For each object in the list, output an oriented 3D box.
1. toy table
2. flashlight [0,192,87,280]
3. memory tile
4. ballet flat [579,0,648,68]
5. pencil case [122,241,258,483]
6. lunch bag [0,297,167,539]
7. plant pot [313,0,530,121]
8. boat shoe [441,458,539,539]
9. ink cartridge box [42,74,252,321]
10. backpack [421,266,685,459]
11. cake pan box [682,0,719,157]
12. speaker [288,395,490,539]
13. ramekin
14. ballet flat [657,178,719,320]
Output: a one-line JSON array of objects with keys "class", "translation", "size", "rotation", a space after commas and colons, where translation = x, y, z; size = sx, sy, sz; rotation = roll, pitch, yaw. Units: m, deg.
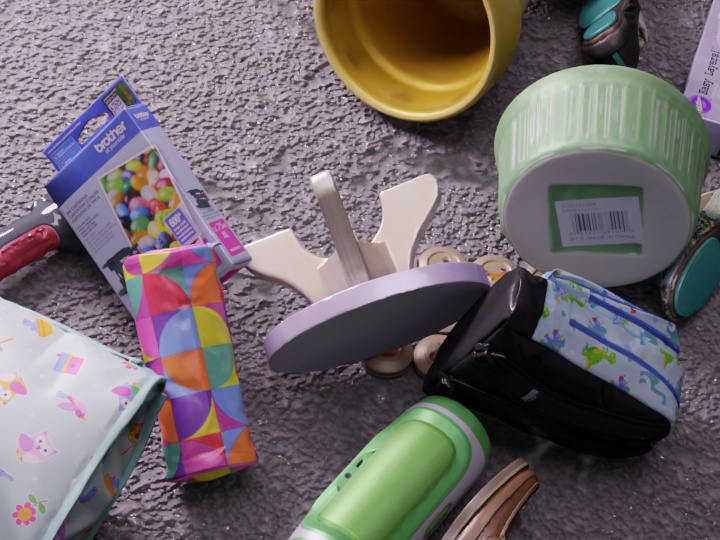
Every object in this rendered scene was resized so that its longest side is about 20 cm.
[{"class": "toy table", "translation": [0.000, 0.000, 1.560], "size": [0.198, 0.184, 0.118], "rotation": [-16, 67, -9]}, {"class": "flashlight", "translation": [-0.309, -0.006, 1.601], "size": [0.199, 0.068, 0.068], "rotation": [-32, 36, -33]}, {"class": "memory tile", "translation": [0.098, 0.042, 1.646], "size": [0.198, 0.017, 0.154], "rotation": [7, 50, -2]}, {"class": "ballet flat", "translation": [0.261, -0.243, 1.860], "size": [0.069, 0.068, 0.200], "rotation": [52, 24, -15]}, {"class": "pencil case", "translation": [-0.141, 0.074, 1.497], "size": [0.088, 0.088, 0.202], "rotation": [-10, 83, -15]}, {"class": "lunch bag", "translation": [-0.268, 0.135, 1.435], "size": [0.169, 0.122, 0.201], "rotation": [24, 70, 12]}, {"class": "plant pot", "translation": [0.083, -0.275, 1.798], "size": [0.200, 0.202, 0.189], "rotation": [28, 38, 15]}, {"class": "boat shoe", "translation": [0.089, 0.240, 1.456], "size": [0.068, 0.072, 0.200], "rotation": [37, 65, 16]}, {"class": "ink cartridge box", "translation": [-0.196, -0.055, 1.578], "size": [0.201, 0.119, 0.042], "rotation": [56, 28, 8]}, {"class": "backpack", "translation": [0.180, 0.082, 1.528], "size": [0.199, 0.163, 0.154], "rotation": [34, 51, -6]}, {"class": "cake pan box", "translation": [0.423, -0.179, 1.848], "size": [0.183, 0.053, 0.201], "rotation": [18, 51, 10]}, {"class": "speaker", "translation": [0.021, 0.192, 1.470], "size": [0.088, 0.089, 0.200], "rotation": [33, 54, 18]}, {"class": "ramekin", "translation": [0.216, -0.078, 1.636], "size": [0.198, 0.201, 0.098], "rotation": [10, 46, 1]}, {"class": "ballet flat", "translation": [0.320, -0.024, 1.709], "size": [0.074, 0.075, 0.200], "rotation": [34, 53, 19]}]
